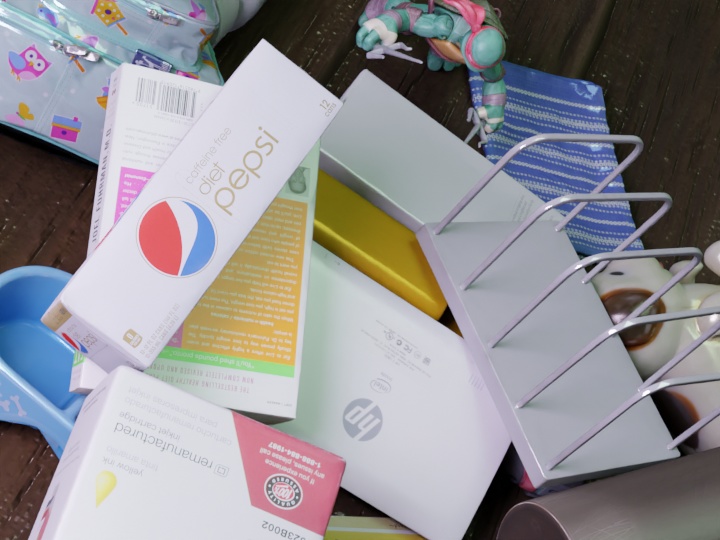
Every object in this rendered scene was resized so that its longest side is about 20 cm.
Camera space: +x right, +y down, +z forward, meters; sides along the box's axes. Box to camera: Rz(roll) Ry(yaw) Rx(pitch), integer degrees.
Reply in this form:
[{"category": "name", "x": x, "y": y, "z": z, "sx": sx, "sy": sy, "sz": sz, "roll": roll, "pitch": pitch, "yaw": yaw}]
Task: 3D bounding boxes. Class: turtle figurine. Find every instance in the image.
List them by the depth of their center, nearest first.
[{"category": "turtle figurine", "x": 0.070, "y": -0.174, "z": 1.240, "sx": 0.150, "sy": 0.101, "sz": 0.200, "roll": 40, "pitch": 6, "yaw": -22}]

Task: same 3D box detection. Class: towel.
[{"category": "towel", "x": 0.168, "y": -0.096, "z": 1.343, "sx": 0.145, "sy": 0.024, "sz": 0.200, "roll": 11, "pitch": 51, "yaw": -27}]

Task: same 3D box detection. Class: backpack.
[{"category": "backpack", "x": -0.194, "y": -0.159, "z": 1.038, "sx": 0.200, "sy": 0.153, "sz": 0.176, "roll": 14, "pitch": 28, "yaw": -17}]

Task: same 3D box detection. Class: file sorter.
[{"category": "file sorter", "x": 0.158, "y": 0.023, "z": 1.050, "sx": 0.139, "sy": 0.125, "sz": 0.200, "roll": -3, "pitch": 59, "yaw": -40}]

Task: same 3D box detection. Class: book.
[{"category": "book", "x": -0.098, "y": -0.015, "z": 0.951, "sx": 0.134, "sy": 0.048, "sz": 0.200, "roll": 12, "pitch": 74, "yaw": -23}]

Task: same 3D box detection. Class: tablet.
[{"category": "tablet", "x": 0.009, "y": 0.080, "z": 1.029, "sx": 0.200, "sy": 0.014, "sz": 0.130, "roll": 33, "pitch": 72, "yaw": -12}]

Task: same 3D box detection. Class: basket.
[{"category": "basket", "x": 0.203, "y": 0.196, "z": 1.048, "sx": 0.200, "sy": 0.180, "sz": 0.136, "roll": -6, "pitch": 52, "yaw": -25}]

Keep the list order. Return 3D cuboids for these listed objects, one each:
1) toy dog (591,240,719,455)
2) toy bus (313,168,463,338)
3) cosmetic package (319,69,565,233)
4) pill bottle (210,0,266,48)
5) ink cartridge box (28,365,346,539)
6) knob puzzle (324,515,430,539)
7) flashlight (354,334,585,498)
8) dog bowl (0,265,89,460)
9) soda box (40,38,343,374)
[{"category": "toy dog", "x": 0.246, "y": 0.067, "z": 1.209, "sx": 0.200, "sy": 0.140, "sz": 0.194, "roll": 33, "pitch": 81, "yaw": -11}, {"category": "toy bus", "x": 0.000, "y": 0.000, "z": 1.109, "sx": 0.200, "sy": 0.078, "sz": 0.065, "roll": 34, "pitch": 44, "yaw": -8}, {"category": "cosmetic package", "x": 0.045, "y": -0.044, "z": 1.176, "sx": 0.200, "sy": 0.081, "sz": 0.113, "roll": 36, "pitch": 43, "yaw": -4}, {"category": "pill bottle", "x": -0.109, "y": -0.251, "z": 1.209, "sx": 0.110, "sy": 0.110, "sz": 0.200, "roll": 36, "pitch": 43, "yaw": -6}, {"category": "ink cartridge box", "x": -0.109, "y": 0.175, "z": 0.850, "sx": 0.145, "sy": 0.083, "sz": 0.200, "roll": 25, "pitch": 63, "yaw": -15}, {"category": "knob puzzle", "x": 0.003, "y": 0.239, "z": 0.956, "sx": 0.220, "sy": 0.030, "sz": 0.220, "roll": 19, "pitch": 48, "yaw": -23}, {"category": "flashlight", "x": 0.067, "y": 0.103, "z": 1.089, "sx": 0.200, "sy": 0.068, "sz": 0.068, "roll": 21, "pitch": 77, "yaw": -15}, {"category": "dog bowl", "x": -0.163, "y": 0.076, "z": 0.955, "sx": 0.200, "sy": 0.050, "sz": 0.111, "roll": 41, "pitch": 43, "yaw": -1}, {"category": "soda box", "x": -0.096, "y": -0.034, "z": 0.899, "sx": 0.064, "sy": 0.068, "sz": 0.200, "roll": 38, "pitch": 68, "yaw": -9}]
